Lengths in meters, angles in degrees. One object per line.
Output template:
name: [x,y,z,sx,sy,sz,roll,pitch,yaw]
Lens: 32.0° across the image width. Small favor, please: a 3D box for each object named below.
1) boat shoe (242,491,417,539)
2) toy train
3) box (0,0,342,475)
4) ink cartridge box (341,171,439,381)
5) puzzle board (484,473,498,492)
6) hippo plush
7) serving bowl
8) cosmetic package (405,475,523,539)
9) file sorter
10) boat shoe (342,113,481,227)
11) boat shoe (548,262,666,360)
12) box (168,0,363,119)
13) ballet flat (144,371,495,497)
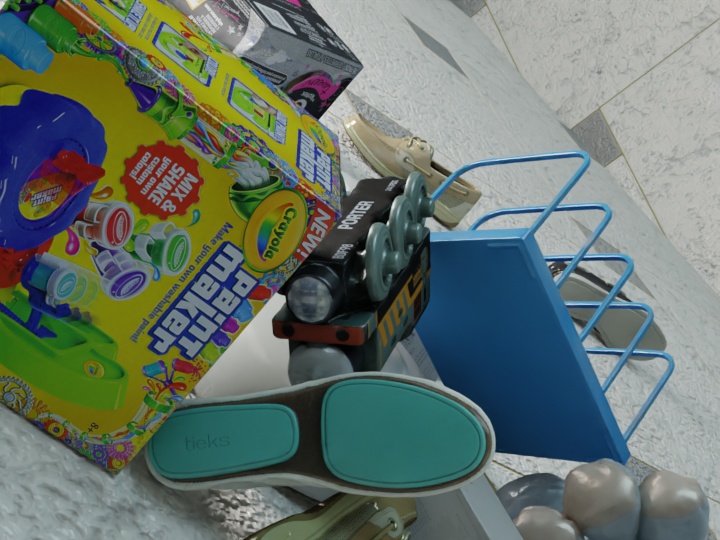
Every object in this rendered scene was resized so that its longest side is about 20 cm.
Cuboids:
boat shoe: [-0.018,0.166,0.709,0.063,0.073,0.200,59,22,12]
toy train: [-0.001,0.007,0.800,0.084,0.115,0.200,2,22,15]
box: [-0.144,-0.037,0.683,0.192,0.200,0.122,36,19,-17]
ink cartridge box: [0.000,0.000,1.023,0.199,0.116,0.068,32,12,-19]
puzzle board: [0.027,0.131,0.967,0.199,0.017,0.151,21,27,-51]
hippo plush: [0.177,0.193,0.910,0.198,0.161,0.161,19,12,-13]
serving bowl: [-0.022,0.070,0.875,0.199,0.066,0.201,30,26,-16]
cosmetic package: [0.080,0.218,0.778,0.050,0.083,0.201,27,24,-46]
file sorter: [0.130,0.025,0.939,0.123,0.138,0.201,-47,121,-36]
boat shoe: [0.065,-0.138,1.582,0.200,0.065,0.072,39,18,-12]
boat shoe: [0.333,0.054,1.715,0.199,0.074,0.060,29,26,-16]
box: [-0.113,-0.237,1.348,0.132,0.115,0.199,51,21,22]
ballet flat: [-0.022,0.096,0.713,0.069,0.198,0.070,-3,90,-81]
